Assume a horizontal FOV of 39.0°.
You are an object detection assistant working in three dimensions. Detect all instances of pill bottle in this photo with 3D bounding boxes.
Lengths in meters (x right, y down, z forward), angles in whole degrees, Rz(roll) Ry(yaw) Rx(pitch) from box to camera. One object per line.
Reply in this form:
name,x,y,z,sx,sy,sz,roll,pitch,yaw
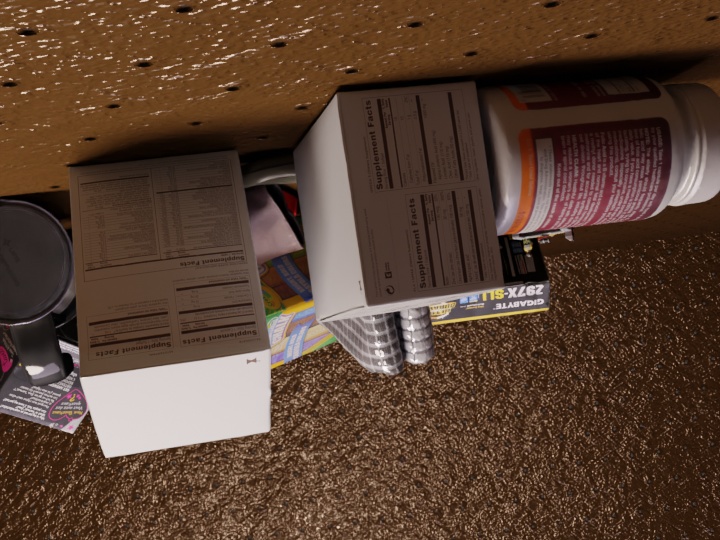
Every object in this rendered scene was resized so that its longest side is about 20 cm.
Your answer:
pill bottle,0.183,-0.094,0.806,0.196,0.116,0.114,-6,176,-15

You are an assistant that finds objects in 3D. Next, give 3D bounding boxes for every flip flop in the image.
flip flop,-0.020,-0.082,0.958,0.197,0.059,0.081,-6,176,-21

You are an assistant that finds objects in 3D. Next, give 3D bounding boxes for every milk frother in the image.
milk frother,-0.291,0.003,1.046,0.198,0.182,0.188,-33,-178,-11

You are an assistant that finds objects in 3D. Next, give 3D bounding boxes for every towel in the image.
towel,0.000,0.000,1.059,0.084,0.168,0.200,-18,-161,-14

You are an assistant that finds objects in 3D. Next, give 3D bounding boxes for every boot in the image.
boot,-0.134,-0.004,1.049,0.163,0.073,0.202,-10,132,14

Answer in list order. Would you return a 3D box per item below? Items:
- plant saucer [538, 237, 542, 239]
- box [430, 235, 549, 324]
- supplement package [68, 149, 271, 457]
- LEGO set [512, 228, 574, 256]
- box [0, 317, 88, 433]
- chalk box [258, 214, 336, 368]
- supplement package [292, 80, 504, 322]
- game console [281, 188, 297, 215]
plant saucer,0.276,-0.088,1.341,0.197,0.037,0.200,-21,171,6
box,0.121,-0.030,1.166,0.157,0.202,0.050,-6,132,0
supplement package,-0.164,0.028,0.879,0.148,0.203,0.153,-7,148,-10
LEGO set,0.158,-0.069,1.072,0.196,0.118,0.154,-9,176,16
box,-0.405,0.086,1.238,0.132,0.115,0.200,32,-173,-48
chalk box,-0.120,0.036,1.208,0.198,0.125,0.125,-20,149,-35
supplement package,0.022,-0.048,0.823,0.109,0.159,0.200,-8,176,-14
game console,-0.178,-0.067,1.125,0.196,0.032,0.177,-9,171,10
